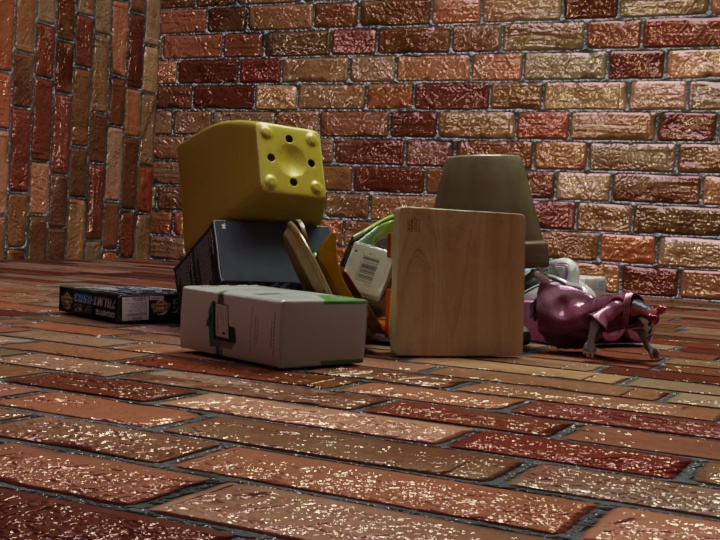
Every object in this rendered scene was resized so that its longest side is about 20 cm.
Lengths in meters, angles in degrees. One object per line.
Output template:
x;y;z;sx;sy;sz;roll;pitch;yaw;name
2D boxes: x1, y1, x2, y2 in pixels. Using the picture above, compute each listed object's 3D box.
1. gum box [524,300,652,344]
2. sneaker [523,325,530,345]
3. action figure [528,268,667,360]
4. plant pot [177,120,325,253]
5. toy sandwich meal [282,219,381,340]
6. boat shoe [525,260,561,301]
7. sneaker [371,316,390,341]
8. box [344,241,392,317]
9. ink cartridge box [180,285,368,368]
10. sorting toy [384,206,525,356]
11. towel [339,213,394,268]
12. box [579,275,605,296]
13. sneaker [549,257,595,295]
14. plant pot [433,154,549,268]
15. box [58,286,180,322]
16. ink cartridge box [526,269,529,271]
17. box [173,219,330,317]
0.380;0.086;1.814;0.200;0.066;0.113;1;2;-35;gum box
0.191;0.056;1.707;0.076;0.115;0.200;2;3;-31;sneaker
0.359;0.061;1.604;0.200;0.149;0.134;-14;-16;43;action figure
-0.157;-0.141;1.745;0.194;0.196;0.200;5;-21;-34;plant pot
-0.039;0.015;1.512;0.070;0.205;0.205;-26;7;-8;toy sandwich meal
0.255;0.043;1.877;0.074;0.068;0.199;4;-27;-42;boat shoe
0.106;0.055;1.632;0.200;0.112;0.078;2;2;4;sneaker
0.023;0.030;1.704;0.068;0.082;0.200;17;-14;14;box
-0.112;0.067;1.382;0.146;0.084;0.200;1;3;-45;ink cartridge box
0.127;0.018;1.534;0.199;0.200;0.070;2;-2;-23;sorting toy
0.000;0.000;1.768;0.023;0.200;0.144;39;40;18;towel
0.357;0.056;2.104;0.200;0.101;0.112;5;3;34;box
0.365;0.032;1.915;0.100;0.075;0.200;-17;-29;-8;sneaker
0.192;-0.090;1.697;0.200;0.174;0.200;0;2;0;plant pot
-0.371;0.054;1.843;0.198;0.050;0.200;2;2;-44;box
0.199;0.025;1.938;0.200;0.137;0.076;7;35;-31;ink cartridge box
-0.167;0.009;1.727;0.200;0.104;0.182;1;-25;-29;box
